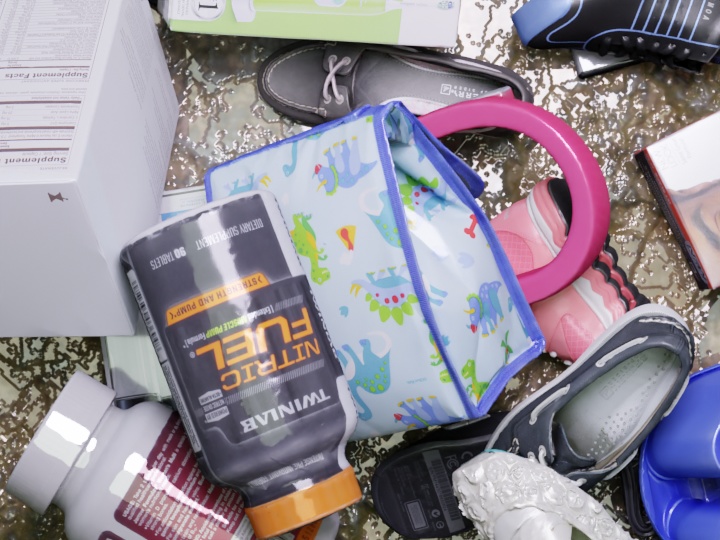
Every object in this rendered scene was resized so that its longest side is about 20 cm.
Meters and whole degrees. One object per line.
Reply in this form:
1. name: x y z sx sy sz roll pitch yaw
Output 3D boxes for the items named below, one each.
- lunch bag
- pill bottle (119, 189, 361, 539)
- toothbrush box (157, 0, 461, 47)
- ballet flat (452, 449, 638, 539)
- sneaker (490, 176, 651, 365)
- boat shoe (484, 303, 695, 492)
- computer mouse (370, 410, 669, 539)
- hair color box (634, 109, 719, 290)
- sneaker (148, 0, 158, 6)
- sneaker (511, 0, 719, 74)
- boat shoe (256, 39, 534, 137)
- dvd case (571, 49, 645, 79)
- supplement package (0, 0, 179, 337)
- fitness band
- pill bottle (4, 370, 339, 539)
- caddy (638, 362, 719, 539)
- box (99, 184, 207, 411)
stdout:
1. lunch bag: 0.000 0.000 1.160 0.169 0.127 0.201 -17 107 38
2. pill bottle: -0.066 0.061 1.088 0.105 0.106 0.201 -22 87 0
3. toothbrush box: -0.032 -0.234 1.191 0.198 0.086 0.147 1 107 -12
4. ballet flat: 0.143 0.189 1.130 0.199 0.072 0.072 35 89 -3
5. sneaker: 0.154 0.035 1.238 0.086 0.074 0.201 -27 95 30
6. boat shoe: 0.141 0.107 1.158 0.075 0.060 0.201 34 108 -6
7. computer mouse: 0.116 0.155 1.235 0.199 0.046 0.141 -22 107 13
8. hair color box: 0.306 -0.078 1.231 0.199 0.064 0.112 -27 88 1
9. sneaker: -0.094 -0.267 1.252 0.199 0.075 0.080 -33 103 5
10. sneaker: 0.207 -0.171 1.215 0.198 0.070 0.079 -14 82 0
11. boat shoe: 0.024 -0.131 1.241 0.198 0.057 0.068 7 88 1
12. dvd case: 0.199 -0.252 1.261 0.141 0.018 0.202 -15 88 1
13. supplement package: -0.217 -0.081 1.147 0.149 0.152 0.201 -1 51 9
14. fitness band: 0.075 -0.040 1.195 0.199 0.037 0.145 -18 94 37
15. pill bottle: -0.122 0.155 1.150 0.199 0.110 0.110 32 89 -3
16. caddy: 0.285 0.126 1.197 0.199 0.105 0.143 -18 96 -20
17. box: -0.121 0.045 1.237 0.115 0.060 0.202 -8 88 2
